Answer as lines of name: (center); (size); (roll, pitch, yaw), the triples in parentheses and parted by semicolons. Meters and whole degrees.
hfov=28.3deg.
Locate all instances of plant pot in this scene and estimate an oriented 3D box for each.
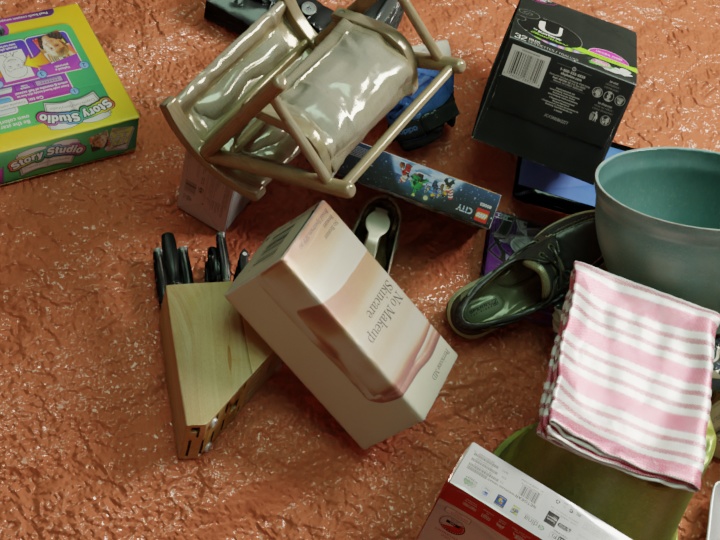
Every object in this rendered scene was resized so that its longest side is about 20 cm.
plant pot: (0.228, 0.179, 1.295); (0.198, 0.185, 0.202); (8, 51, -10)
plant pot: (0.319, -0.021, 1.388); (0.198, 0.135, 0.201); (3, 26, -2)

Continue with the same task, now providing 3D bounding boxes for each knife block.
knife block: (-0.164, 0.056, 1.355); (0.175, 0.064, 0.200); (33, 53, 11)

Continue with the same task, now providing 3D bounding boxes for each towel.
towel: (0.237, 0.086, 1.230); (0.145, 0.030, 0.201); (20, 51, -1)

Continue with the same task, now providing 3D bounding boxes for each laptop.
laptop: (0.266, -0.104, 1.568); (0.176, 0.200, 0.104); (15, 90, -3)

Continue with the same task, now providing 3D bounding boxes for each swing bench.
swing bench: (-0.046, -0.173, 1.349); (0.199, 0.199, 0.130); (-48, 118, -29)

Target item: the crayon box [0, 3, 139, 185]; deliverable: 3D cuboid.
crayon box: (-0.354, -0.181, 1.483); (0.199, 0.058, 0.173); (-18, 62, -26)

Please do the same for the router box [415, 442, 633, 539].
router box: (0.145, 0.258, 1.215); (0.199, 0.180, 0.049); (30, 51, 9)

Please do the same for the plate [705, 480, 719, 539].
plate: (0.407, 0.317, 1.338); (0.198, 0.032, 0.201); (21, 52, 0)

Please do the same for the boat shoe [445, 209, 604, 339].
boat shoe: (0.179, 0.007, 1.439); (0.200, 0.066, 0.072); (-31, 95, -4)

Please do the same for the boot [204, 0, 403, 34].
boot: (-0.062, -0.310, 1.664); (0.199, 0.066, 0.165); (26, 50, 10)

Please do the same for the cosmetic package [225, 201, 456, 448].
cosmetic package: (-0.015, 0.051, 1.319); (0.200, 0.087, 0.104); (48, 41, -15)

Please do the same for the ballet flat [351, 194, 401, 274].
ballet flat: (0.000, 0.000, 1.440); (0.067, 0.067, 0.201); (17, 52, -4)

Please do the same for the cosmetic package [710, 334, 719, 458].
cosmetic package: (0.391, 0.090, 1.460); (0.103, 0.087, 0.201); (24, 50, -11)

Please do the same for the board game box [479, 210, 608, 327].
board game box: (0.226, 0.012, 1.521); (0.198, 0.032, 0.121); (15, 56, -5)

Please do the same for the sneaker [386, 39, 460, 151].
sneaker: (0.041, -0.183, 1.550); (0.199, 0.076, 0.112); (-21, 101, -53)

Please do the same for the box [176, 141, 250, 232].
box: (-0.109, -0.148, 1.490); (0.060, 0.117, 0.200); (29, 51, 8)

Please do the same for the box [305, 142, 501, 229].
box: (0.043, -0.094, 1.486); (0.198, 0.137, 0.038); (21, 91, 0)

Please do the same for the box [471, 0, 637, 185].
box: (0.218, -0.207, 1.578); (0.147, 0.125, 0.200); (21, 26, 1)

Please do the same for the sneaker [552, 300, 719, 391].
sneaker: (0.279, 0.092, 1.410); (0.199, 0.087, 0.077); (18, 21, 36)
